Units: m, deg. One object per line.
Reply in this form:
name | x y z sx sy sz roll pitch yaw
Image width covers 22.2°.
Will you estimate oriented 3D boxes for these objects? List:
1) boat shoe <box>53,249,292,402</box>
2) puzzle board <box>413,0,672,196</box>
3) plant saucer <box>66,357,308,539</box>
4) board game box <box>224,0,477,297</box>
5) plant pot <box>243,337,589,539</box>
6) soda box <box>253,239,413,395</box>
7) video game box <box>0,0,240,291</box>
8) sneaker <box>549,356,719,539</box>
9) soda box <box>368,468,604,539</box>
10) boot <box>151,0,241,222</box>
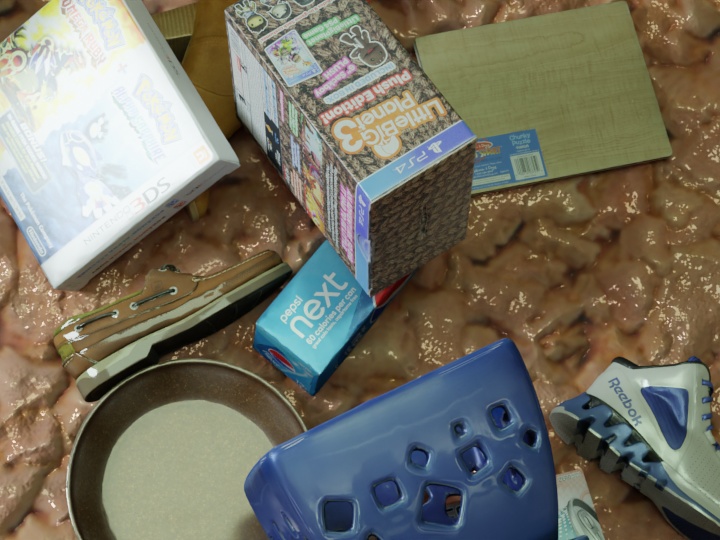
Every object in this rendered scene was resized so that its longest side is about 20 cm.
boat shoe | -0.152 0.026 1.475 0.199 0.072 0.068 -29 77 -16
puzzle board | 0.158 -0.149 1.604 0.198 0.017 0.152 -11 74 -10
plant saucer | -0.131 0.170 1.447 0.198 0.037 0.202 2 71 -5
board game box | -0.009 -0.111 1.415 0.096 0.160 0.201 -31 69 -14
plant pot | 0.044 0.182 1.317 0.199 0.200 0.181 -24 82 -14
soda box | 0.000 0.000 1.499 0.068 0.064 0.200 38 72 7
video game box | -0.220 -0.116 1.486 0.182 0.047 0.201 -36 77 14
sneaker | 0.264 0.135 1.483 0.199 0.081 0.115 38 73 8
soda box | 0.087 0.217 1.443 0.198 0.064 0.069 -14 73 -11
boot | -0.099 -0.144 1.541 0.143 0.071 0.203 -10 68 -9
